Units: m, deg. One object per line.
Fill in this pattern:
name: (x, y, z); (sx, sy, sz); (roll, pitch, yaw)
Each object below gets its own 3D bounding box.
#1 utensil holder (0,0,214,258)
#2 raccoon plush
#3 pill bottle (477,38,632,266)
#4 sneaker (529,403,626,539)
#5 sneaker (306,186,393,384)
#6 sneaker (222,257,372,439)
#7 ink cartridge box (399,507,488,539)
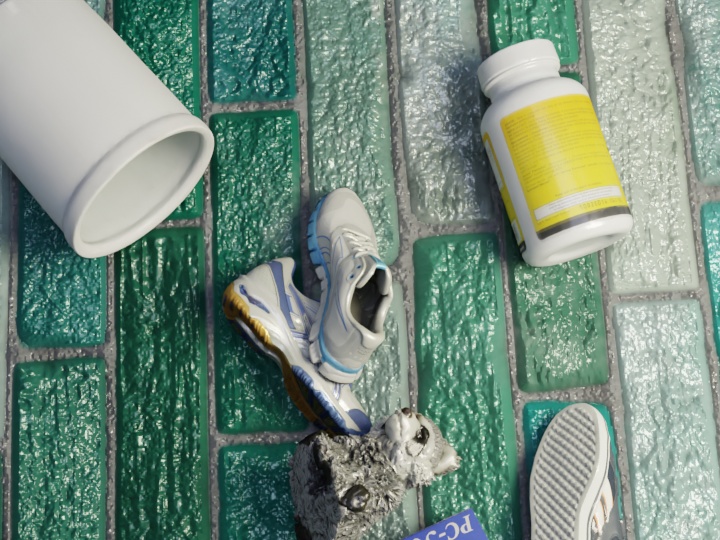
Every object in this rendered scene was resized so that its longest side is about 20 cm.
utensil holder: (-0.266, -0.142, 1.029); (0.170, 0.170, 0.200); (-42, 80, -8)
raccoon plush: (0.003, 0.204, 0.996); (0.133, 0.201, 0.097); (-7, 52, -33)
pill bottle: (0.181, -0.114, 1.051); (0.110, 0.112, 0.203); (-16, 79, -4)
sneaker: (0.202, 0.228, 1.001); (0.079, 0.078, 0.202); (33, 59, -37)
sneaker: (0.000, 0.000, 1.016); (0.074, 0.087, 0.202); (15, 54, -28)
sneaker: (-0.041, 0.074, 1.032); (0.088, 0.075, 0.201); (-37, 89, -26)
ink cartridge box: (0.033, 0.297, 0.967); (0.198, 0.044, 0.095); (-21, 57, -16)
